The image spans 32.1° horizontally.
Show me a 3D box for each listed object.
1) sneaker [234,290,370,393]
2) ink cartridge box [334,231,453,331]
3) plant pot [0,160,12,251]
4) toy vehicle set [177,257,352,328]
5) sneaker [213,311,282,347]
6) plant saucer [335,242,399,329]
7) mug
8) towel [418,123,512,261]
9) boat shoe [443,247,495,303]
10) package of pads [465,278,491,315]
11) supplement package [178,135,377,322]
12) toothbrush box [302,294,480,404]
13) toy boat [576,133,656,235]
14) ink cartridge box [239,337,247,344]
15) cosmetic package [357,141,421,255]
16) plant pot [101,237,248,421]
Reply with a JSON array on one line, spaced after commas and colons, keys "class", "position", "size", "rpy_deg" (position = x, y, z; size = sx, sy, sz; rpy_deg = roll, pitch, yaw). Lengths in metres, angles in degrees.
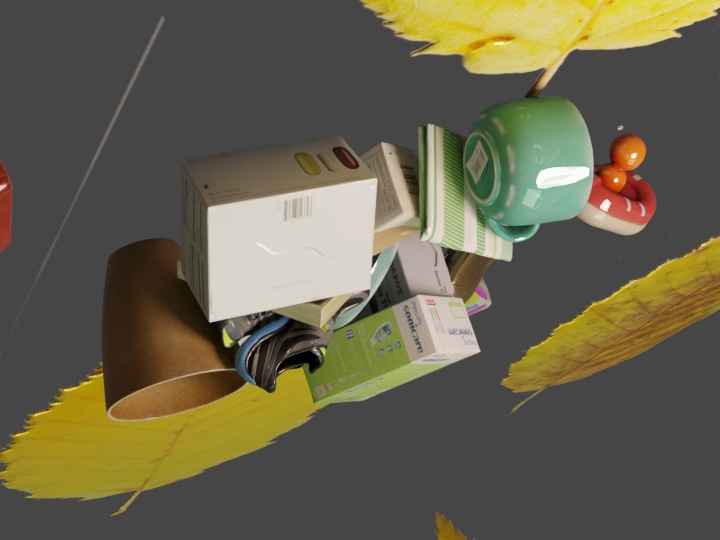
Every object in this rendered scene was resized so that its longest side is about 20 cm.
[{"class": "sneaker", "position": [-0.062, 0.080, 1.534], "size": [0.200, 0.083, 0.071], "rpy_deg": [-38, 159, -24]}, {"class": "ink cartridge box", "position": [0.029, 0.016, 1.809], "size": [0.083, 0.147, 0.200], "rpy_deg": [0, 154, -39]}, {"class": "plant pot", "position": [-0.405, -0.071, 1.061], "size": [0.176, 0.200, 0.200], "rpy_deg": [-25, 167, -24]}, {"class": "toy vehicle set", "position": [-0.106, -0.002, 1.521], "size": [0.124, 0.200, 0.027], "rpy_deg": [-45, 147, -50]}, {"class": "sneaker", "position": [-0.129, 0.042, 1.554], "size": [0.081, 0.074, 0.200], "rpy_deg": [-24, -179, 18]}, {"class": "plant saucer", "position": [0.000, 0.000, 1.686], "size": [0.027, 0.200, 0.200], "rpy_deg": [31, 143, -14]}, {"class": "mug", "position": [0.194, -0.115, 1.516], "size": [0.114, 0.185, 0.152], "rpy_deg": [-8, -168, -21]}, {"class": "towel", "position": [0.134, -0.097, 1.576], "size": [0.023, 0.153, 0.200], "rpy_deg": [-6, 171, 36]}, {"class": "boat shoe", "position": [0.160, -0.033, 1.827], "size": [0.066, 0.201, 0.072], "rpy_deg": [11, 142, 36]}, {"class": "package of pads", "position": [0.111, 0.058, 2.148], "size": [0.200, 0.068, 0.155], "rpy_deg": [-23, 162, 14]}, {"class": "supplement package", "position": [-0.097, -0.051, 1.430], "size": [0.200, 0.111, 0.156], "rpy_deg": [-12, 127, -22]}, {"class": "toothbrush box", "position": [0.039, 0.109, 1.702], "size": [0.200, 0.086, 0.146], "rpy_deg": [-24, 166, 26]}, {"class": "toy boat", "position": [0.356, -0.134, 1.767], "size": [0.200, 0.131, 0.131], "rpy_deg": [9, 119, -55]}, {"class": "ink cartridge box", "position": [-0.179, 0.054, 1.694], "size": [0.200, 0.109, 0.050], "rpy_deg": [16, -163, 2]}, {"class": "cosmetic package", "position": [-0.010, -0.069, 1.581], "size": [0.200, 0.105, 0.071], "rpy_deg": [-29, 158, 35]}, {"class": "plant pot", "position": [-0.254, 0.068, 1.590], "size": [0.186, 0.200, 0.186], "rpy_deg": [-17, 162, -5]}]
